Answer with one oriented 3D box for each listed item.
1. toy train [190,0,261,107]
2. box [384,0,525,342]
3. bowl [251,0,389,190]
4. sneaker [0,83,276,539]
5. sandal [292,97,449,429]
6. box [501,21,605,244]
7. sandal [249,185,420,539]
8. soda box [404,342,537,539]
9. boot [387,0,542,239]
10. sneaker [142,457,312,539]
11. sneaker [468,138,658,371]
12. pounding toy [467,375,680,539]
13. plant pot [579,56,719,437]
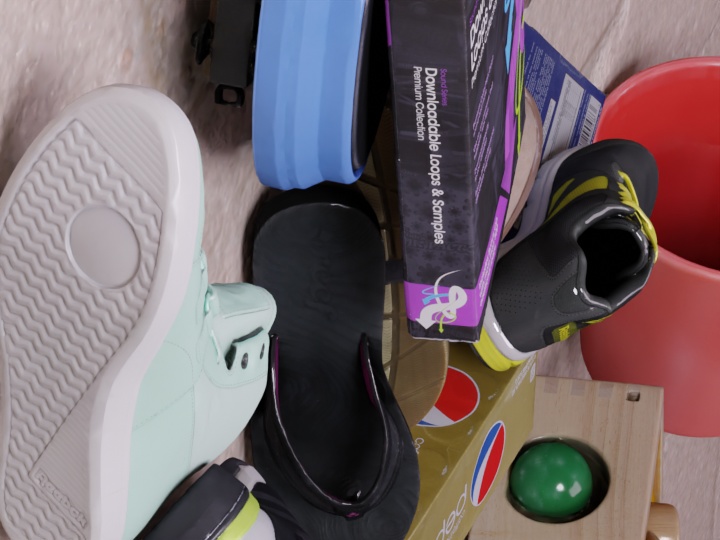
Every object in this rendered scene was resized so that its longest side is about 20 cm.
[{"bbox_3d":[-0.036,-0.162,0.957,0.046,0.034,0.202,-55,156,-71],"label":"toy train"},{"bbox_3d":[0.042,-0.091,1.012,0.201,0.036,0.144,83,16,-45],"label":"box"},{"bbox_3d":[-0.003,-0.129,0.980,0.201,0.039,0.202,10,90,-85],"label":"bowl"},{"bbox_3d":[-0.074,0.004,0.907,0.118,0.073,0.201,-39,150,-48],"label":"sneaker"},{"bbox_3d":[0.000,0.000,1.134,0.054,0.080,0.201,-95,-175,-55],"label":"sandal"},{"bbox_3d":[0.082,-0.062,1.350,0.200,0.032,0.122,26,80,-71],"label":"box"},{"bbox_3d":[-0.016,0.058,1.109,0.048,0.075,0.202,-96,178,-56],"label":"sandal"},{"bbox_3d":[0.022,0.106,1.262,0.200,0.067,0.064,-53,152,-45],"label":"soda box"},{"bbox_3d":[0.029,-0.083,1.159,0.146,0.070,0.202,-20,123,-59],"label":"boot"},{"bbox_3d":[-0.047,0.128,0.999,0.072,0.083,0.200,-48,177,-1],"label":"sneaker"},{"bbox_3d":[0.124,-0.012,1.299,0.075,0.084,0.200,61,38,-16],"label":"sneaker"},{"bbox_3d":[0.139,0.170,1.464,0.201,0.141,0.185,83,16,-48],"label":"pounding toy"},{"bbox_3d":[0.221,-0.004,1.574,0.201,0.199,0.178,-56,164,-41],"label":"plant pot"}]
